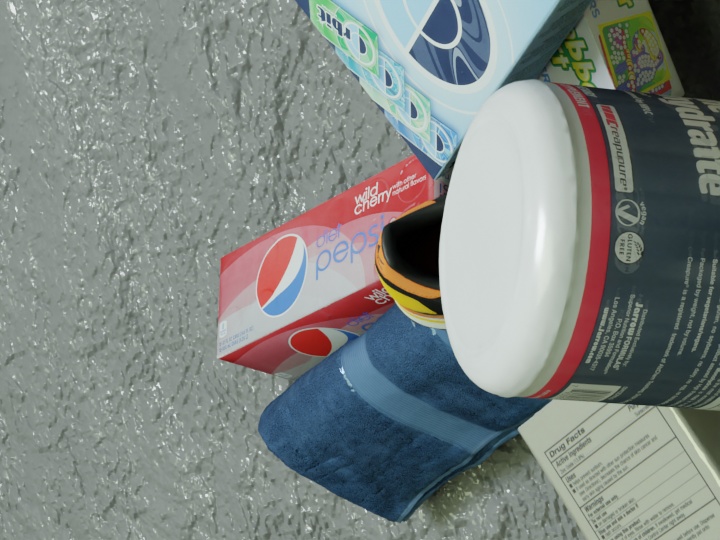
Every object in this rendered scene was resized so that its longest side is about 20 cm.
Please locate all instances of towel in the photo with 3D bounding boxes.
[{"bbox_3d":[0.034,0.071,1.192,0.200,0.111,0.049,-38,32,46],"label":"towel"}]

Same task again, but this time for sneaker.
[{"bbox_3d":[0.103,-0.016,1.052,0.199,0.090,0.070,-12,76,11],"label":"sneaker"}]

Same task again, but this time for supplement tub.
[{"bbox_3d":[0.147,-0.008,0.962,0.140,0.199,0.141,-175,90,-73],"label":"supplement tub"}]

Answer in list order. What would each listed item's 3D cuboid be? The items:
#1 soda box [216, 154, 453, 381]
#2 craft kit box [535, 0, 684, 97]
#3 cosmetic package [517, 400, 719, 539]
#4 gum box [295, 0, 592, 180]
[{"bbox_3d":[0.000,0.000,1.215,0.200,0.063,0.070,-27,54,45],"label":"soda box"},{"bbox_3d":[0.053,-0.163,1.077,0.197,0.048,0.201,-1,118,56],"label":"craft kit box"},{"bbox_3d":[0.184,0.129,1.079,0.103,0.087,0.201,-43,74,44],"label":"cosmetic package"},{"bbox_3d":[0.029,-0.160,1.026,0.170,0.044,0.200,52,152,10],"label":"gum box"}]
